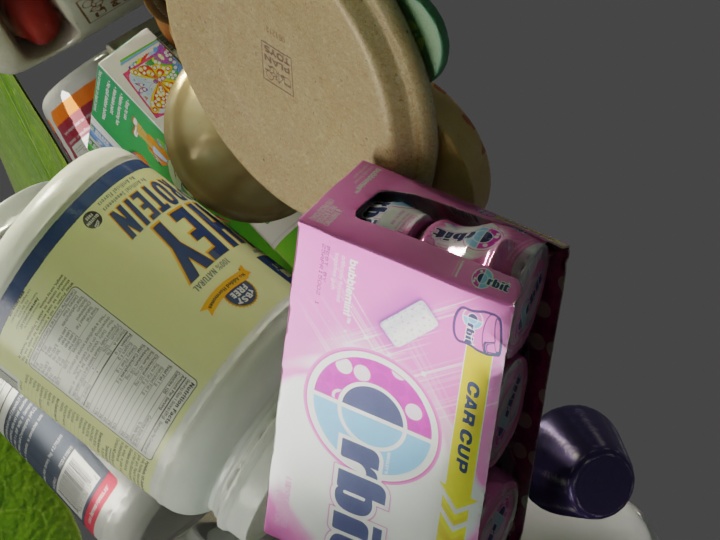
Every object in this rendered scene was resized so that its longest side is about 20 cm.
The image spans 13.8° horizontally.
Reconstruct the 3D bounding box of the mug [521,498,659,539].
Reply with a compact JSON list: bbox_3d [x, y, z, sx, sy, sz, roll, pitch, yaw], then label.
[{"bbox_3d":[0.118,0.207,1.540,0.201,0.147,0.176,-84,-29,-51],"label":"mug"}]

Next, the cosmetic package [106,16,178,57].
[{"bbox_3d":[-0.075,-0.063,1.855,0.103,0.073,0.201,38,155,61],"label":"cosmetic package"}]

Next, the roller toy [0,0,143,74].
[{"bbox_3d":[-0.210,-0.227,1.857,0.201,0.139,0.183,61,-179,-21],"label":"roller toy"}]

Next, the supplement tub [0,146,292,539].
[{"bbox_3d":[-0.104,0.043,1.640,0.200,0.145,0.145,37,165,10],"label":"supplement tub"}]

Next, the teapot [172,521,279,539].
[{"bbox_3d":[-0.056,0.204,1.701,0.199,0.147,0.197,23,-176,35],"label":"teapot"}]

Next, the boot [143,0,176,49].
[{"bbox_3d":[-0.115,-0.199,1.679,0.155,0.073,0.201,57,168,38],"label":"boot"}]

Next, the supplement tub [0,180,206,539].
[{"bbox_3d":[-0.158,0.059,1.784,0.200,0.140,0.140,46,167,13],"label":"supplement tub"}]

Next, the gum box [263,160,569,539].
[{"bbox_3d":[0.025,0.053,1.412,0.113,0.066,0.201,21,127,20],"label":"gum box"}]

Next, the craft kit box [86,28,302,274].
[{"bbox_3d":[-0.086,-0.018,1.773,0.197,0.048,0.200,43,155,13],"label":"craft kit box"}]

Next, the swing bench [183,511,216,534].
[{"bbox_3d":[-0.108,0.114,2.072,0.200,0.129,0.200,59,-148,1],"label":"swing bench"}]

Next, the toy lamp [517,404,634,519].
[{"bbox_3d":[0.086,0.082,1.520,0.058,0.058,0.200,63,168,-20],"label":"toy lamp"}]

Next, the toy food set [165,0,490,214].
[{"bbox_3d":[-0.023,-0.109,1.445,0.199,0.049,0.199,21,134,47],"label":"toy food set"}]

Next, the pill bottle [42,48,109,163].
[{"bbox_3d":[-0.121,-0.054,1.992,0.201,0.109,0.110,59,170,3],"label":"pill bottle"}]

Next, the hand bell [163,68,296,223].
[{"bbox_3d":[-0.024,-0.090,1.563,0.105,0.104,0.200,61,158,-5],"label":"hand bell"}]
